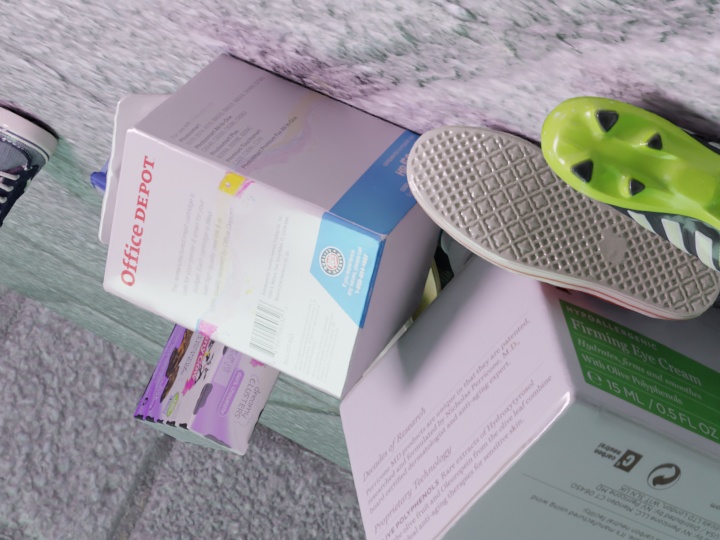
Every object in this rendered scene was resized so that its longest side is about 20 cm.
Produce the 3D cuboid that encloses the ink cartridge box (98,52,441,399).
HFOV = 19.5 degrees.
[{"bbox_3d":[-0.061,-0.037,1.318,0.200,0.125,0.129,25,126,14],"label":"ink cartridge box"}]

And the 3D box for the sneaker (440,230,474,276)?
[{"bbox_3d":[0.138,0.013,1.410,0.200,0.070,0.080,29,-168,-30],"label":"sneaker"}]

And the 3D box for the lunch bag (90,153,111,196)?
[{"bbox_3d":[-0.110,-0.033,1.679,0.200,0.076,0.160,28,166,33],"label":"lunch bag"}]

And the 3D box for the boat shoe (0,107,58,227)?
[{"bbox_3d":[-0.332,-0.088,1.936,0.075,0.093,0.200,27,170,-4],"label":"boat shoe"}]

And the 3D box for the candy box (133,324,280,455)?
[{"bbox_3d":[-0.148,0.098,2.200,0.071,0.168,0.200,28,169,-19],"label":"candy box"}]

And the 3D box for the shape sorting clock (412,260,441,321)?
[{"bbox_3d":[-0.027,-0.018,1.504,0.200,0.039,0.200,22,136,23],"label":"shape sorting clock"}]

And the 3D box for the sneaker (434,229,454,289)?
[{"bbox_3d":[0.040,0.029,1.561,0.076,0.114,0.199,23,165,14],"label":"sneaker"}]

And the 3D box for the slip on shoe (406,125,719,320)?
[{"bbox_3d":[0.116,-0.025,1.237,0.200,0.074,0.061,23,173,-10],"label":"slip on shoe"}]

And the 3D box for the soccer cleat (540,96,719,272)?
[{"bbox_3d":[0.182,-0.034,1.069,0.200,0.068,0.081,29,-173,-7],"label":"soccer cleat"}]

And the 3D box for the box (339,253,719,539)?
[{"bbox_3d":[0.128,0.113,1.320,0.199,0.200,0.171,24,-148,-29],"label":"box"}]

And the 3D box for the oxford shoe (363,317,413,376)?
[{"bbox_3d":[-0.019,0.009,1.448,0.075,0.058,0.200,-3,124,38],"label":"oxford shoe"}]
